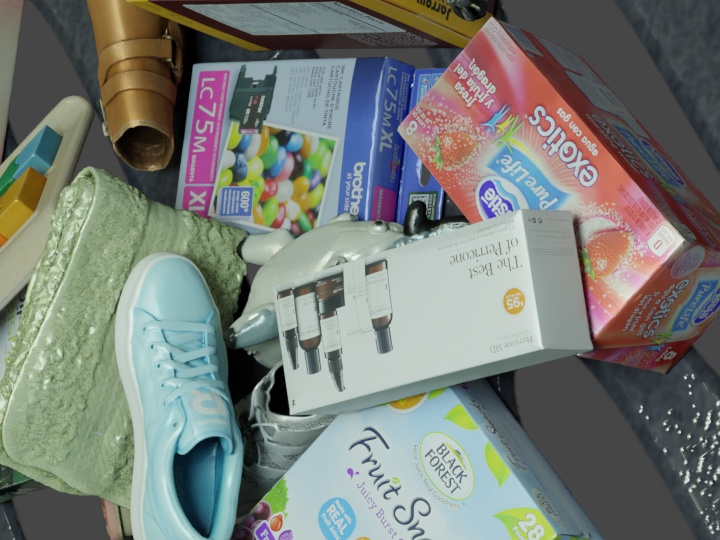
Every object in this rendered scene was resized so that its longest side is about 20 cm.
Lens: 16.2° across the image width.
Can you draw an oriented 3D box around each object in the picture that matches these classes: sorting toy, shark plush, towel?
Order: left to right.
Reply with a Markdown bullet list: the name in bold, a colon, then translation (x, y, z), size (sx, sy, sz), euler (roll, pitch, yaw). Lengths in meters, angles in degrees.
- **sorting toy**: translation (-0.261, -0.022, 1.755), size (0.185, 0.036, 0.200), euler (-44, 22, 21)
- **towel**: translation (-0.152, 0.048, 1.610), size (0.036, 0.148, 0.200), euler (10, 79, 55)
- **shark plush**: translation (0.000, 0.000, 1.597), size (0.200, 0.083, 0.091), euler (-33, 35, 19)

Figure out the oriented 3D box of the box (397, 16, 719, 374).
- **box**: translation (0.128, -0.044, 1.489), size (0.095, 0.103, 0.200), euler (-49, 58, 19)

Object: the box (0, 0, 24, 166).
- **box**: translation (-0.328, -0.179, 1.852), size (0.128, 0.109, 0.200), euler (3, 82, 37)

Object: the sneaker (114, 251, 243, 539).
- **sneaker**: translation (-0.101, 0.084, 1.561), size (0.082, 0.074, 0.200), euler (-14, 80, 58)

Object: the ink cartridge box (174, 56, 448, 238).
- **ink cartridge box**: translation (-0.032, -0.078, 1.656), size (0.200, 0.042, 0.119), euler (2, 82, 35)

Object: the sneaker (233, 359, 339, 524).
- **sneaker**: translation (-0.054, 0.090, 1.607), size (0.200, 0.082, 0.075), euler (-41, 59, 23)

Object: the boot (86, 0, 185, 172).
- **boot**: translation (-0.154, -0.166, 1.674), size (0.074, 0.200, 0.155), euler (-6, 68, 12)

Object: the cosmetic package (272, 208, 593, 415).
- **cosmetic package**: translation (0.038, 0.027, 1.460), size (0.200, 0.051, 0.083), euler (-18, 78, 41)

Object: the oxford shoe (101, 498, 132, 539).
- **oxford shoe**: translation (-0.137, 0.086, 1.680), size (0.071, 0.074, 0.200), euler (-124, 39, -73)

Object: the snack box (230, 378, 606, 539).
- **snack box**: translation (0.027, 0.169, 1.541), size (0.200, 0.068, 0.169), euler (-48, 56, 17)

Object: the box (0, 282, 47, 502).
- **box**: translation (-0.229, 0.079, 1.722), size (0.200, 0.036, 0.144), euler (-23, 64, 60)

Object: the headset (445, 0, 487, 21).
- **headset**: translation (0.116, -0.239, 1.543), size (0.124, 0.094, 0.200), euler (35, 90, 37)

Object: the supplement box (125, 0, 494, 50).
- **supplement box**: translation (-0.021, -0.252, 1.623), size (0.200, 0.133, 0.197), euler (4, 82, 37)
